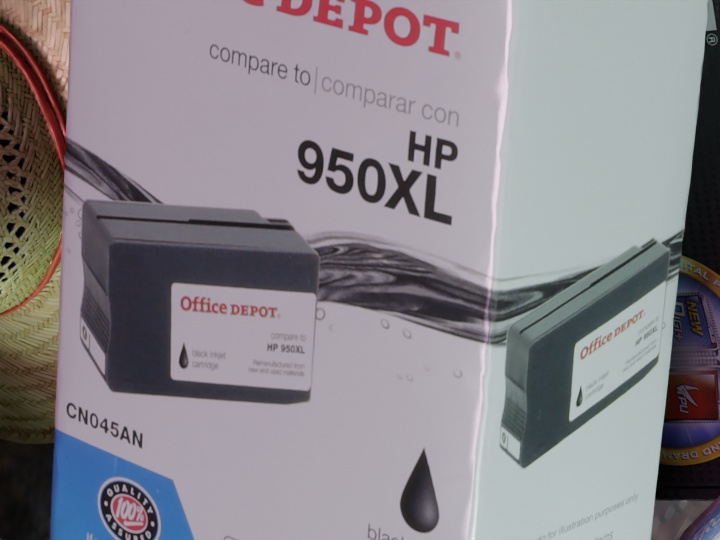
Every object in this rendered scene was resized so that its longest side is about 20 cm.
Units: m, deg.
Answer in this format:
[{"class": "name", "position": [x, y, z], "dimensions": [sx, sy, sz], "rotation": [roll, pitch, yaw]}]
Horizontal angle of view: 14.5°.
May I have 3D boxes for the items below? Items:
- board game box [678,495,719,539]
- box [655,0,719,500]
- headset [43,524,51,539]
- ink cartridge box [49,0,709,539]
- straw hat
[{"class": "board game box", "position": [0.197, 0.086, 0.673], "dimensions": [0.199, 0.043, 0.200], "rotation": [38, 136, 2]}, {"class": "box", "position": [0.042, -0.038, 0.768], "dimensions": [0.160, 0.044, 0.201], "rotation": [-2, 106, 31]}, {"class": "headset", "position": [-0.001, 0.113, 0.838], "dimensions": [0.199, 0.094, 0.124], "rotation": [23, 131, 8]}, {"class": "ink cartridge box", "position": [0.000, 0.000, 0.712], "dimensions": [0.144, 0.084, 0.201], "rotation": [18, 113, 36]}, {"class": "straw hat", "position": [-0.130, -0.027, 0.849], "dimensions": [0.200, 0.085, 0.202], "rotation": [11, 112, 28]}]
